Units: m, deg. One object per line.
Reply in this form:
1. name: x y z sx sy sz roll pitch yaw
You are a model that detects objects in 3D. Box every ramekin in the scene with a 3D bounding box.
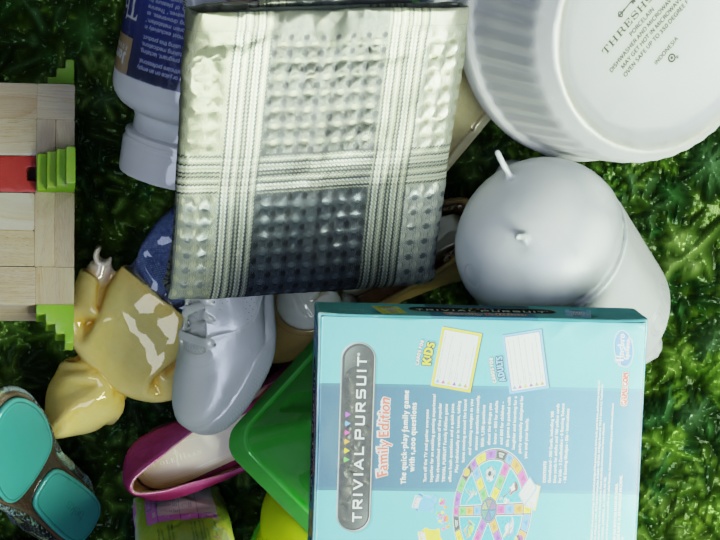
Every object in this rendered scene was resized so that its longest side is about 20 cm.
1. ramekin: 0.168 -0.160 1.314 0.202 0.094 0.203 -8 110 -24

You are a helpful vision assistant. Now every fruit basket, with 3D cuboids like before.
1. fruit basket: 0.008 0.147 1.389 0.216 0.215 0.156 46 66 -8

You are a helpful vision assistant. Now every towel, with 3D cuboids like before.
1. towel: -0.029 -0.078 1.292 0.192 0.035 0.201 -4 117 -24

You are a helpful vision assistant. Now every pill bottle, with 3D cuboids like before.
1. pill bottle: -0.102 -0.157 1.361 0.110 0.111 0.201 12 104 0

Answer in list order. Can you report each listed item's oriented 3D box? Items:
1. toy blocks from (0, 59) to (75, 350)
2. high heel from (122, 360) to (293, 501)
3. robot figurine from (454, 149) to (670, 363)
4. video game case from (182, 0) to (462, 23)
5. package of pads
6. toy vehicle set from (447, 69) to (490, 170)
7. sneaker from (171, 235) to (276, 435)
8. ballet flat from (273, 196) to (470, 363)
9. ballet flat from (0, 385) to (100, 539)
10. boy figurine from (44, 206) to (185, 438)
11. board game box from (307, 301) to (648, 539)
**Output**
1. toy blocks: -0.258 -0.045 1.372 0.136 0.100 0.201 0 77 -9
2. high heel: -0.069 0.108 1.431 0.199 0.096 0.068 -14 102 7
3. robot figurine: 0.132 0.001 1.359 0.113 0.170 0.200 -32 140 7
4. video game case: -0.017 -0.201 1.276 0.199 0.024 0.183 -14 113 -22
5. package of pads: -0.112 0.242 1.413 0.068 0.200 0.155 -8 103 -6
6. toy vehicle set: 0.025 -0.168 1.339 0.124 0.027 0.200 -49 122 -3
7. sneaker: -0.094 0.006 1.343 0.075 0.088 0.201 19 91 39
8. ballet flat: 0.000 0.000 1.415 0.199 0.063 0.069 -26 66 5
9. ballet flat: -0.240 0.131 1.415 0.074 0.075 0.200 -9 146 5
10. boy figurine: -0.148 0.042 1.437 0.124 0.064 0.200 34 104 -6
11. board game box: 0.070 0.098 1.259 0.199 0.047 0.152 2 98 -4
